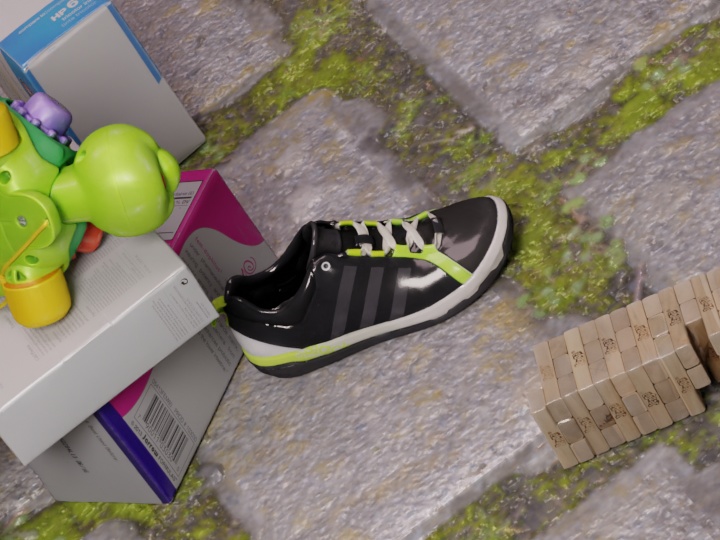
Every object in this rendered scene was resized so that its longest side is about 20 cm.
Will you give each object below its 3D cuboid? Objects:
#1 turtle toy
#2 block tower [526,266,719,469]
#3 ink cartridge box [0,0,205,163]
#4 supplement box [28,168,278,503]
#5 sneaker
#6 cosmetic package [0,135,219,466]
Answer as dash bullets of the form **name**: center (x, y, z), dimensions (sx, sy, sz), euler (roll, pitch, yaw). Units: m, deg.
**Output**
- **turtle toy**: center (-0.199, -0.048, 1.707), dimensions (0.200, 0.146, 0.101), euler (3, 29, 38)
- **block tower**: center (0.193, 0.042, 1.622), dimensions (0.200, 0.054, 0.058), euler (-24, 37, 11)
- **ink cartridge box**: center (-0.217, -0.154, 2.061), dimensions (0.085, 0.145, 0.200), euler (-40, 38, -9)
- **supplement box**: center (-0.144, 0.041, 1.831), dimensions (0.103, 0.101, 0.200), euler (-2, 47, 35)
- **sneaker**: center (0.000, 0.000, 1.785), dimensions (0.200, 0.083, 0.072), euler (-28, 38, 7)
- **cosmetic package**: center (-0.195, 0.015, 1.770), dimensions (0.151, 0.052, 0.200), euler (-36, 37, -7)
